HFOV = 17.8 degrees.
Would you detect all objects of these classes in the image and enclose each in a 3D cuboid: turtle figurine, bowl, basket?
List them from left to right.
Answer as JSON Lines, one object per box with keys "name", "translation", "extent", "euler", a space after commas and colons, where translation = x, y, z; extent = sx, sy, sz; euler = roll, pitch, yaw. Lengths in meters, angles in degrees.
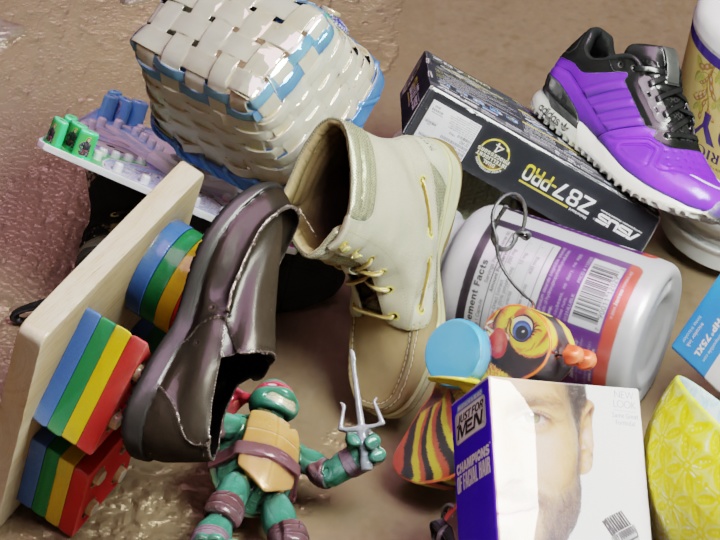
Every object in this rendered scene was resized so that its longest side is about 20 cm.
{"name": "turtle figurine", "translation": [-0.060, 0.124, 1.530], "extent": [0.149, 0.101, 0.201], "euler": [13, 48, -8]}
{"name": "basket", "translation": [-0.062, -0.118, 1.639], "extent": [0.176, 0.200, 0.139], "euler": [28, 68, 29]}
{"name": "bowl", "translation": [0.243, 0.171, 1.463], "extent": [0.108, 0.200, 0.200], "euler": [-49, 48, 8]}

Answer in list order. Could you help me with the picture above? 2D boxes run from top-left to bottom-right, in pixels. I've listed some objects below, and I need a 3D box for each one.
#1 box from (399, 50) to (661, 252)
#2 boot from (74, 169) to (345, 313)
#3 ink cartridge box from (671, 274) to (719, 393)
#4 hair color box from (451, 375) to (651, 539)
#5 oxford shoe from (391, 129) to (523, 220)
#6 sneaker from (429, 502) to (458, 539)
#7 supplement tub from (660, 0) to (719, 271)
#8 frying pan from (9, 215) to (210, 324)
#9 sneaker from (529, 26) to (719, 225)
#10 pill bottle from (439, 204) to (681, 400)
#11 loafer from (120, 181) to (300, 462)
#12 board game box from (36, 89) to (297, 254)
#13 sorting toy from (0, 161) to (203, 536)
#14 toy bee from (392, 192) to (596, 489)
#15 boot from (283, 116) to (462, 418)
{"name": "box", "translation": [0.125, -0.089, 1.735], "extent": [0.199, 0.049, 0.161], "euler": [28, 15, -8]}
{"name": "boot", "translation": [-0.117, -0.039, 1.751], "extent": [0.202, 0.074, 0.154], "euler": [0, 35, -8]}
{"name": "ink cartridge box", "translation": [0.320, 0.094, 1.570], "extent": [0.116, 0.067, 0.200], "euler": [18, 22, -44]}
{"name": "hair color box", "translation": [0.121, 0.172, 1.424], "extent": [0.109, 0.065, 0.201], "euler": [6, 66, -20]}
{"name": "oxford shoe", "translation": [0.074, -0.064, 1.806], "extent": [0.075, 0.058, 0.200], "euler": [-41, 34, -1]}
{"name": "sneaker", "translation": [0.089, 0.161, 1.516], "extent": [0.081, 0.077, 0.200], "euler": [12, 39, 22]}
{"name": "supplement tub", "translation": [0.307, -0.111, 1.745], "extent": [0.144, 0.201, 0.146], "euler": [5, 36, -4]}
{"name": "frying pan", "translation": [-0.165, 0.004, 1.659], "extent": [0.189, 0.116, 0.031], "euler": [3, 36, 1]}
{"name": "sneaker", "translation": [0.212, -0.115, 1.695], "extent": [0.069, 0.100, 0.200], "euler": [12, 24, -48]}
{"name": "pill bottle", "translation": [0.121, 0.018, 1.659], "extent": [0.199, 0.112, 0.112], "euler": [20, 42, 20]}
{"name": "loafer", "translation": [-0.080, 0.039, 1.472], "extent": [0.071, 0.073, 0.201], "euler": [20, 76, 19]}
{"name": "board game box", "translation": [-0.122, -0.077, 1.700], "extent": [0.199, 0.026, 0.200], "euler": [23, 12, 2]}
{"name": "sorting toy", "translation": [-0.161, 0.062, 1.536], "extent": [0.069, 0.199, 0.200], "euler": [30, 45, 10]}
{"name": "toy bee", "translation": [0.097, 0.064, 1.539], "extent": [0.108, 0.201, 0.130], "euler": [24, 25, 38]}
{"name": "boot", "translation": [0.000, 0.000, 1.571], "extent": [0.072, 0.202, 0.154], "euler": [10, 1, 30]}
